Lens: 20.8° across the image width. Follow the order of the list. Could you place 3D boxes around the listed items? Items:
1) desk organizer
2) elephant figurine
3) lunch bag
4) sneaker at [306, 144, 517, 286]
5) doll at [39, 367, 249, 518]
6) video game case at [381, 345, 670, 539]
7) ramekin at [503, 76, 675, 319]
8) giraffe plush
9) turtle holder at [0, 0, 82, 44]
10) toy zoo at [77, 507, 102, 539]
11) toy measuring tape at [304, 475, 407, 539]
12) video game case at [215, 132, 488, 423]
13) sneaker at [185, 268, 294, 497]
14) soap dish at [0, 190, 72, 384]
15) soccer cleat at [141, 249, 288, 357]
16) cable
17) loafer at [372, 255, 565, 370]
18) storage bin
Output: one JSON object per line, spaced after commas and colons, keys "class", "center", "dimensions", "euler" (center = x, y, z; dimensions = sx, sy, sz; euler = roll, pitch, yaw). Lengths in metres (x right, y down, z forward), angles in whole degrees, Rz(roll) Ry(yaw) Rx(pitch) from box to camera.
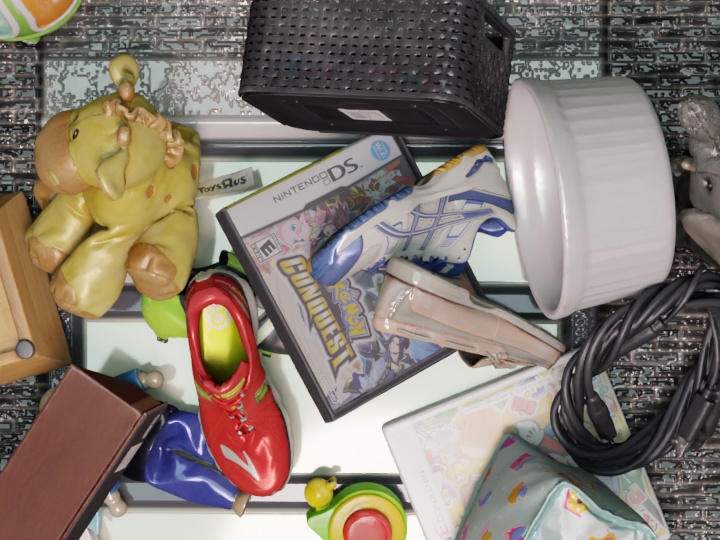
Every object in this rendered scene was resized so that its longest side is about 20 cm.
{"class": "desk organizer", "center": [-0.254, 0.175, 1.648], "dimensions": [0.077, 0.072, 0.200], "euler": [35, 98, 6]}
{"class": "elephant figurine", "center": [0.311, -0.057, 1.601], "dimensions": [0.155, 0.200, 0.142], "euler": [12, 91, 1]}
{"class": "lunch bag", "center": [0.135, 0.256, 1.605], "dimensions": [0.122, 0.170, 0.200], "euler": [28, 92, -14]}
{"class": "sneaker", "center": [0.050, -0.027, 1.634], "dimensions": [0.200, 0.075, 0.088], "euler": [-31, 92, -24]}
{"class": "doll", "center": [-0.186, 0.152, 1.697], "dimensions": [0.200, 0.048, 0.137], "euler": [22, 102, 2]}
{"class": "video game case", "center": [0.143, 0.183, 1.701], "dimensions": [0.200, 0.023, 0.182], "euler": [-22, 91, 2]}
{"class": "ramekin", "center": [0.188, -0.065, 1.611], "dimensions": [0.098, 0.200, 0.201], "euler": [-8, 91, -6]}
{"class": "giraffe plush", "center": [-0.200, -0.078, 1.610], "dimensions": [0.200, 0.162, 0.173], "euler": [-30, 60, -2]}
{"class": "turtle holder", "center": [-0.316, -0.280, 1.651], "dimensions": [0.141, 0.132, 0.186], "euler": [-36, 90, 3]}
{"class": "toy zoo", "center": [-0.306, 0.251, 1.707], "dimensions": [0.200, 0.020, 0.131], "euler": [-34, 90, 9]}
{"class": "toy measuring tape", "center": [0.033, 0.243, 1.688], "dimensions": [0.200, 0.074, 0.074], "euler": [43, 92, -9]}
{"class": "video game case", "center": [0.000, 0.000, 1.662], "dimensions": [0.181, 0.025, 0.200], "euler": [-28, 90, -25]}
{"class": "sneaker", "center": [-0.109, 0.099, 1.621], "dimensions": [0.077, 0.085, 0.200], "euler": [-15, 100, 5]}
{"class": "soap dish", "center": [-0.366, 0.033, 1.685], "dimensions": [0.200, 0.081, 0.157], "euler": [-16, 91, 1]}
{"class": "soccer cleat", "center": [-0.089, 0.027, 1.676], "dimensions": [0.200, 0.068, 0.081], "euler": [5, 120, 3]}
{"class": "cable", "center": [0.239, 0.079, 1.624], "dimensions": [0.163, 0.051, 0.200], "euler": [0, 123, -23]}
{"class": "loafer", "center": [0.086, 0.049, 1.630], "dimensions": [0.200, 0.072, 0.063], "euler": [27, 90, -38]}
{"class": "storage bin", "center": [0.014, -0.169, 1.611], "dimensions": [0.200, 0.135, 0.094], "euler": [3, 82, 22]}
